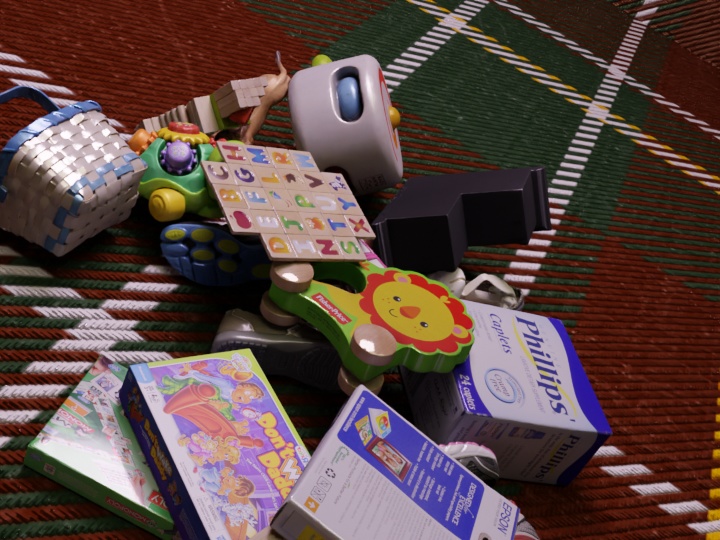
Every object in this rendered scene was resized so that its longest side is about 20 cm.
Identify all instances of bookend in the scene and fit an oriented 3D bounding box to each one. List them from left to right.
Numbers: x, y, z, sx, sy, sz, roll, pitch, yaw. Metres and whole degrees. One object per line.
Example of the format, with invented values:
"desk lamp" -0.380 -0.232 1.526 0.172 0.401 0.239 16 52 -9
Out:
"bookend" 0.139 -0.058 1.231 0.197 0.094 0.199 -3 21 19

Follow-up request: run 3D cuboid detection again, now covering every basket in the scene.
"basket" -0.352 -0.120 1.021 0.200 0.140 0.176 42 35 5

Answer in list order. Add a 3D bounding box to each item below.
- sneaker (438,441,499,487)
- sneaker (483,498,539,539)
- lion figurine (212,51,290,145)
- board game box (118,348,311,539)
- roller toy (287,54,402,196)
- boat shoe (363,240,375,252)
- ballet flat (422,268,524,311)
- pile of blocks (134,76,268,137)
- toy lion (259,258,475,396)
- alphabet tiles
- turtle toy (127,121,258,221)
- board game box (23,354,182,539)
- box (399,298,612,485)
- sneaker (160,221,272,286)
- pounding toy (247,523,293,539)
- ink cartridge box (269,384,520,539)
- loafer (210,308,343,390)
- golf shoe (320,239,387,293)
"sneaker" 0.059 0.236 0.946 0.197 0.081 0.087 -5 58 -28
"sneaker" 0.121 0.295 0.899 0.082 0.078 0.199 44 38 19
"lion figurine" -0.145 -0.209 1.267 0.072 0.203 0.122 24 1 -17
"board game box" -0.123 0.168 0.862 0.133 0.045 0.201 -5 47 -39
"roller toy" -0.012 -0.194 1.292 0.137 0.203 0.183 -11 21 9
"boat shoe" -0.062 -0.073 1.211 0.199 0.072 0.068 41 81 9
"ballet flat" 0.135 0.028 1.246 0.197 0.073 0.073 10 39 -25
"pile of blocks" -0.201 -0.187 1.213 0.082 0.197 0.063 -20 93 -66
"toy lion" 0.020 0.044 1.013 0.199 0.069 0.190 39 39 25
"alphabet tiles" -0.076 -0.076 1.037 0.198 0.006 0.168 1 51 -41
"turtle toy" -0.199 -0.119 1.115 0.198 0.103 0.145 21 20 30
"board game box" -0.190 0.173 0.873 0.198 0.029 0.135 29 36 -1
"box" 0.161 0.139 1.096 0.197 0.106 0.185 12 39 -24
"sneaker" -0.148 -0.026 1.128 0.197 0.072 0.083 1 20 -30
"pounding toy" -0.077 0.311 0.683 0.184 0.143 0.199 43 37 20
"ink cartridge box" 0.040 0.218 0.829 0.199 0.047 0.198 40 26 0
"loafer" -0.067 0.078 1.036 0.197 0.076 0.070 13 42 -22
"golf shoe" 0.000 0.000 1.130 0.201 0.072 0.093 50 24 -27
